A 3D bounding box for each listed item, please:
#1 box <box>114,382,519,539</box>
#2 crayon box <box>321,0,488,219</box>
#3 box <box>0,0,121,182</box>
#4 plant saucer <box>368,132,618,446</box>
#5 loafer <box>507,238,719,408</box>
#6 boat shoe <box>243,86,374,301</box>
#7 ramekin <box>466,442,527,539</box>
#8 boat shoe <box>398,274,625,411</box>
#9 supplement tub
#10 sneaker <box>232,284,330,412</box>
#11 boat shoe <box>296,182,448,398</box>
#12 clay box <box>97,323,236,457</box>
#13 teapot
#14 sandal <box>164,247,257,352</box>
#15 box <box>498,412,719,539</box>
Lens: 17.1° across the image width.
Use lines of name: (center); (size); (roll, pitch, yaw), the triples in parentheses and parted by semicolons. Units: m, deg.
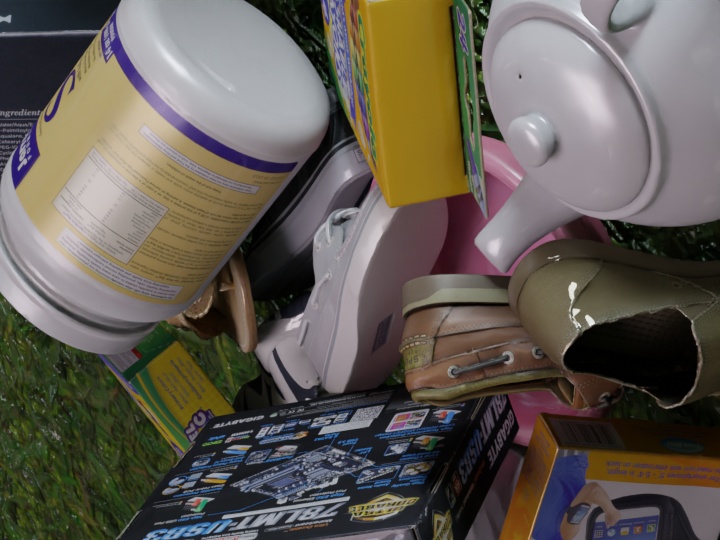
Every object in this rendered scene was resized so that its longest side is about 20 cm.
box: (-0.027, 0.130, 1.369); (0.198, 0.199, 0.050); (-11, 110, 21)
crayon box: (0.018, -0.124, 1.320); (0.200, 0.051, 0.127); (-114, 15, -58)
box: (-0.192, -0.115, 1.584); (0.149, 0.106, 0.201); (-95, 5, -50)
plant saucer: (0.087, 0.006, 1.414); (0.200, 0.051, 0.202); (33, 139, 34)
loafer: (0.172, 0.036, 1.208); (0.068, 0.198, 0.076); (-96, 15, -46)
boat shoe: (-0.029, -0.049, 1.524); (0.200, 0.072, 0.071); (-49, 58, 51)
ramekin: (0.028, 0.163, 1.485); (0.200, 0.200, 0.099); (5, 112, 51)
boat shoe: (0.119, 0.044, 1.281); (0.072, 0.198, 0.069); (97, 173, -74)
supplement tub: (-0.127, -0.062, 1.444); (0.146, 0.145, 0.200); (49, 118, 16)
sneaker: (-0.014, 0.093, 1.590); (0.130, 0.079, 0.199); (49, 146, 14)
boat shoe: (0.000, 0.000, 1.427); (0.069, 0.072, 0.201); (45, 153, 21)
clay box: (-0.095, 0.120, 1.605); (0.201, 0.048, 0.115); (54, 171, -21)
teapot: (0.130, -0.099, 1.178); (0.197, 0.146, 0.201); (11, 127, 51)
sandal: (-0.114, 0.015, 1.573); (0.212, 0.069, 0.078); (-139, 38, -78)
box: (0.134, 0.179, 1.372); (0.042, 0.118, 0.201); (-120, 39, -59)
